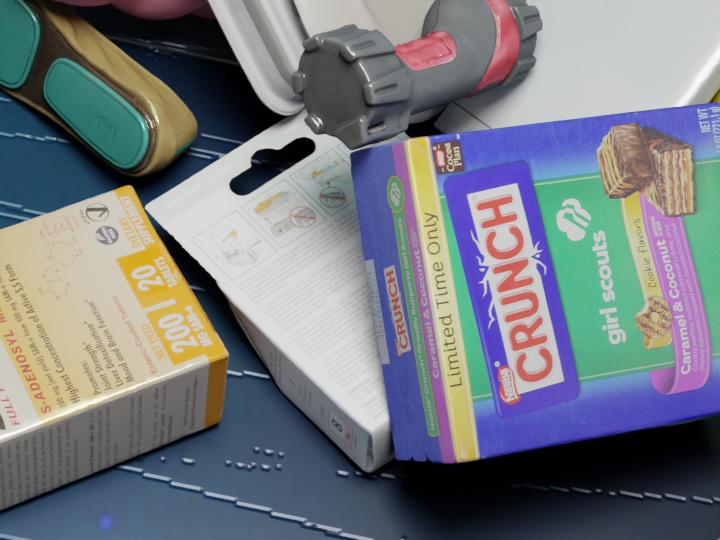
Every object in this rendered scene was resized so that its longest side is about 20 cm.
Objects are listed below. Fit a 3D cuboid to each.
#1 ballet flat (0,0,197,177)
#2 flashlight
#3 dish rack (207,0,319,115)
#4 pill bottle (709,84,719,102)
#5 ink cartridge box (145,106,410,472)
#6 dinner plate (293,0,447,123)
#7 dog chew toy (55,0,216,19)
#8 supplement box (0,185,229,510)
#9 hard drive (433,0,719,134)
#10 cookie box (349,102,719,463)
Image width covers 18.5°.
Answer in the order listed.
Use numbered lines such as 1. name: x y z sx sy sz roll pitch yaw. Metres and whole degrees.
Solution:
1. ballet flat: -0.178 -0.125 1.317 0.200 0.069 0.063 42 32 17
2. flashlight: 0.031 -0.121 1.226 0.067 0.068 0.200 23 22 25
3. dish rack: -0.029 -0.206 1.309 0.043 0.172 0.200 -14 23 34
4. pill bottle: 0.253 -0.096 1.319 0.111 0.112 0.201 -17 60 -19
5. ink cartridge box: 0.000 0.000 1.261 0.162 0.057 0.200 -33 58 -27
6. dinner plate: 0.017 -0.188 1.313 0.024 0.200 0.201 -14 45 35
7. dog chew toy: -0.127 -0.205 1.313 0.200 0.124 0.125 18 41 -48
8. supplement box: -0.186 0.050 1.176 0.199 0.074 0.126 -21 60 -21
9. hard drive: 0.151 -0.130 1.302 0.132 0.027 0.200 38 92 32
10. cookie box: 0.108 0.005 1.186 0.199 0.075 0.172 -9 89 -25
